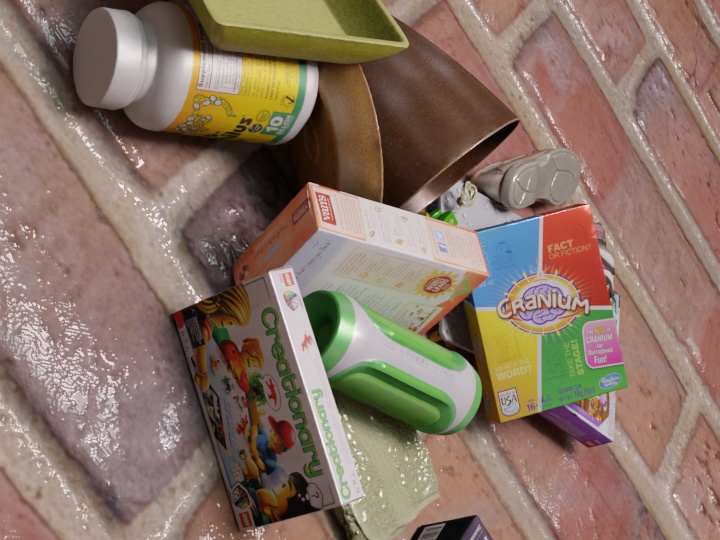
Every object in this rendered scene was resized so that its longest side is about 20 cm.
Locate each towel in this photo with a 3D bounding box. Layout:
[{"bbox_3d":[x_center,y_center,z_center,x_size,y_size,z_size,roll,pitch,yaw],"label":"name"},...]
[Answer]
[{"bbox_3d":[0.000,0.157,1.274,0.148,0.036,0.201,-34,99,-51],"label":"towel"}]

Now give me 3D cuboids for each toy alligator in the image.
[{"bbox_3d":[0.064,-0.032,1.419,0.059,0.054,0.200,62,40,-22],"label":"toy alligator"}]

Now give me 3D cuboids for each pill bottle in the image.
[{"bbox_3d":[-0.146,-0.176,1.190,0.199,0.113,0.113,3,70,-39],"label":"pill bottle"}]

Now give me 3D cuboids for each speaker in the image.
[{"bbox_3d":[0.024,0.088,1.237,0.200,0.088,0.089,29,53,-39],"label":"speaker"}]

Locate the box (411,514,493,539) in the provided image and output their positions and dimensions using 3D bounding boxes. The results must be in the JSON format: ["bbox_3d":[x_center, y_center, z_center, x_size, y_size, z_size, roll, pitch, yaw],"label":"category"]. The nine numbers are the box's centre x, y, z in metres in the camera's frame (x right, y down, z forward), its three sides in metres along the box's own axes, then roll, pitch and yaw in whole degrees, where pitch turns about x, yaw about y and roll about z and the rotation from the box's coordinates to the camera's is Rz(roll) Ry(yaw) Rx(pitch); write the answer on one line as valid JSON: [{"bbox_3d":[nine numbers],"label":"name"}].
[{"bbox_3d":[0.077,0.347,1.244,0.142,0.079,0.200,59,40,-14],"label":"box"}]

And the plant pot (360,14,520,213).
[{"bbox_3d":[0.028,-0.171,1.368,0.200,0.187,0.187,51,39,4],"label":"plant pot"}]

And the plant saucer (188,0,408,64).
[{"bbox_3d":[-0.083,-0.250,1.185,0.199,0.048,0.200,0,45,-35],"label":"plant saucer"}]

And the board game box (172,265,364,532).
[{"bbox_3d":[-0.080,0.111,1.133,0.035,0.126,0.201,-12,82,-51],"label":"board game box"}]

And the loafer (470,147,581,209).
[{"bbox_3d":[0.202,-0.115,1.613,0.200,0.063,0.072,-14,116,-57],"label":"loafer"}]

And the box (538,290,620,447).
[{"bbox_3d":[0.241,0.084,1.542,0.137,0.039,0.201,35,49,-33],"label":"box"}]

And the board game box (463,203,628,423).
[{"bbox_3d":[0.188,0.044,1.415,0.152,0.040,0.201,-14,95,-13],"label":"board game box"}]

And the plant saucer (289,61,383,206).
[{"bbox_3d":[-0.032,-0.124,1.273,0.035,0.200,0.201,-12,81,-19],"label":"plant saucer"}]

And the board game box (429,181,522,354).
[{"bbox_3d":[0.148,0.016,1.517,0.199,0.026,0.201,25,55,-40],"label":"board game box"}]

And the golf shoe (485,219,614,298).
[{"bbox_3d":[0.199,-0.006,1.473,0.199,0.073,0.093,-1,65,-28],"label":"golf shoe"}]

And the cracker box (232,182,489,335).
[{"bbox_3d":[0.000,0.000,1.241,0.199,0.134,0.058,14,48,-35],"label":"cracker box"}]
